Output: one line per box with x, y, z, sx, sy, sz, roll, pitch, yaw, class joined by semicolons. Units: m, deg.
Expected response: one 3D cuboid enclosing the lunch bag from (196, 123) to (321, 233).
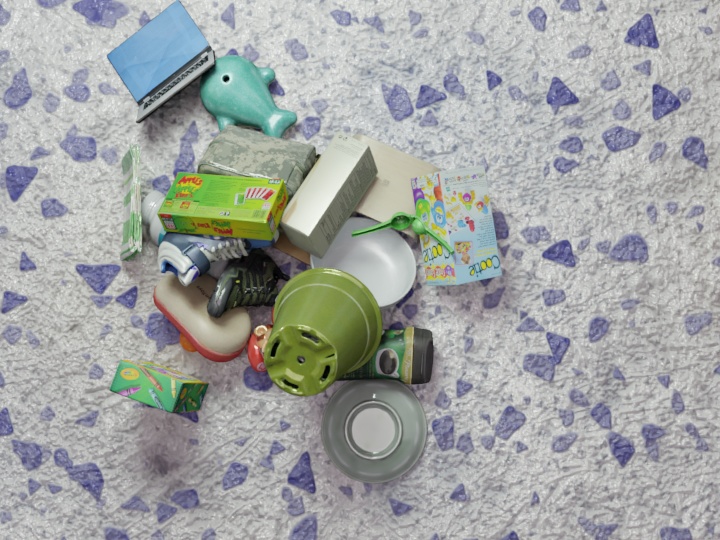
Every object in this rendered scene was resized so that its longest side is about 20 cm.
-0.184;-0.183;1.584;0.199;0.140;0.168;15;52;3;lunch bag

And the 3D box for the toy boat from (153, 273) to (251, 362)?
-0.299;0.099;1.599;0.200;0.130;0.131;41;127;22;toy boat

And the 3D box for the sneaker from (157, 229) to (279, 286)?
-0.253;-0.027;1.494;0.199;0.081;0.147;10;60;11;sneaker

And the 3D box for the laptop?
-0.387;-0.404;1.650;0.187;0.200;0.116;-36;116;6;laptop

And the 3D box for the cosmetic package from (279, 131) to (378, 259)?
-0.055;-0.133;1.528;0.071;0.105;0.200;27;74;21;cosmetic package

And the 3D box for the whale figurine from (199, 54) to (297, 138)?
-0.218;-0.328;1.644;0.200;0.104;0.159;39;86;9;whale figurine

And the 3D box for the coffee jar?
0.034;0.153;1.577;0.199;0.085;0.105;3;106;4;coffee jar

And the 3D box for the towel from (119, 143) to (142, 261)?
-0.434;-0.124;1.614;0.023;0.152;0.201;0;84;-23;towel

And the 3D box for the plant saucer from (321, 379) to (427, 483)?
0.024;0.293;1.585;0.199;0.050;0.201;0;83;4;plant saucer

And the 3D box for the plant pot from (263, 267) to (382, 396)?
-0.075;0.117;1.433;0.199;0.190;0.201;3;107;10;plant pot

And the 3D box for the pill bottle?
-0.317;-0.074;1.617;0.199;0.111;0.111;28;85;6;pill bottle

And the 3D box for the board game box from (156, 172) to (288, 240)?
-0.234;-0.111;1.471;0.199;0.048;0.102;6;51;15;board game box

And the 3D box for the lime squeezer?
0.086;-0.075;1.538;0.199;0.071;0.038;12;126;25;lime squeezer

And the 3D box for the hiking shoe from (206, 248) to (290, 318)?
-0.200;0.032;1.568;0.100;0.200;0.076;34;129;3;hiking shoe

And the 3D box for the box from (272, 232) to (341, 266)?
-0.100;-0.122;1.655;0.163;0.021;0.201;26;85;6;box

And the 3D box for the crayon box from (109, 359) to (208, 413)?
-0.355;0.207;1.540;0.118;0.200;0.059;19;84;5;crayon box

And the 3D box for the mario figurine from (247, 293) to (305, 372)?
-0.124;0.113;1.587;0.123;0.106;0.200;43;85;7;mario figurine

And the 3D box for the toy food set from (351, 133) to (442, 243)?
0.046;-0.155;1.625;0.199;0.060;0.144;24;78;4;toy food set

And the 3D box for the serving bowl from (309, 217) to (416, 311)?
0.000;0.000;1.589;0.199;0.066;0.201;7;53;-10;serving bowl

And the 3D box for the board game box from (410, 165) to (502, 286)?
0.172;-0.080;1.562;0.104;0.103;0.201;-10;93;-27;board game box
